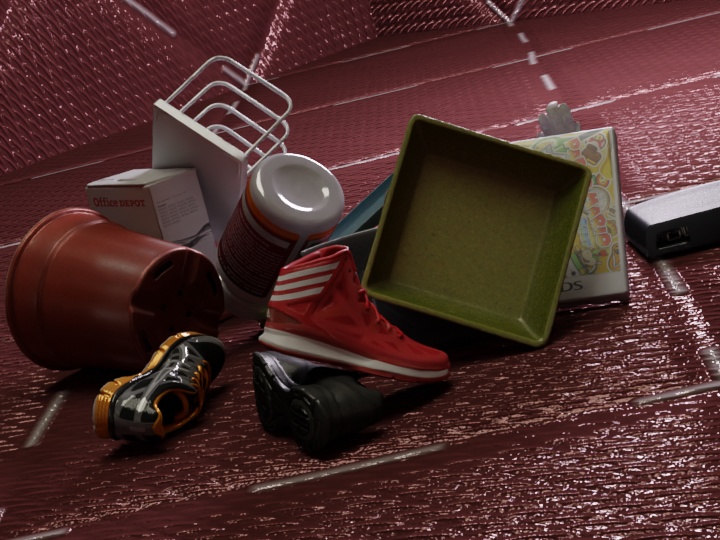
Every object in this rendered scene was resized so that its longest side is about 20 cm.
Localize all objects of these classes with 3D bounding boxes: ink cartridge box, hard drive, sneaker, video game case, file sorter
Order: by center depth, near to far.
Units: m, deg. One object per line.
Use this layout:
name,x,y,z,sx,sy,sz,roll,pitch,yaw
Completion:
sneaker,0.007,0.040,1.536,0.200,0.116,0.078,13,-1,-27
sneaker,-0.044,0.124,1.547,0.091,0.076,0.200,-10,19,-25
sneaker,-0.194,0.128,1.660,0.077,0.078,0.200,9,28,27
hard drive,0.046,0.019,1.686,0.200,0.135,0.042,-13,-9,-6
video game case,0.198,-0.053,1.744,0.182,0.200,0.023,-8,-24,16
hard drive,0.414,-0.068,1.854,0.200,0.042,0.135,-15,14,-1
ink cartridge box,-0.255,-0.027,2.018,0.083,0.200,0.147,-25,19,-39
file sorter,-0.174,-0.150,2.028,0.139,0.200,0.125,34,59,14

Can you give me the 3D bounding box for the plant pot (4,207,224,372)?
plant pot,-0.277,0.036,1.865,0.195,0.201,0.201,10,26,39

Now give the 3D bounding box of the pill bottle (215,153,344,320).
pill bottle,-0.103,-0.034,1.846,0.113,0.113,0.200,-27,-21,-40

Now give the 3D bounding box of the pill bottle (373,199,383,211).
pill bottle,0.080,-0.031,1.887,0.116,0.117,0.200,-18,15,-13

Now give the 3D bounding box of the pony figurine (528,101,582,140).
pony figurine,0.208,-0.092,1.868,0.166,0.193,0.200,-20,8,18

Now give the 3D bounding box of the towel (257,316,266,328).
towel,-0.038,0.061,1.858,0.086,0.018,0.200,-19,15,-30

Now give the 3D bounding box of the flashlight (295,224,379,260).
flashlight,0.024,-0.036,1.753,0.200,0.068,0.068,-31,39,13

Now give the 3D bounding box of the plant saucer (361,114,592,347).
plant saucer,0.119,-0.038,1.647,0.200,0.200,0.048,17,-11,-1

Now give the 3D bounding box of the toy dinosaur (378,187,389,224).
toy dinosaur,0.000,0.000,1.824,0.088,0.047,0.200,-20,48,32

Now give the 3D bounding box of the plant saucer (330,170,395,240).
plant saucer,0.026,-0.082,1.897,0.200,0.019,0.070,-43,19,10
